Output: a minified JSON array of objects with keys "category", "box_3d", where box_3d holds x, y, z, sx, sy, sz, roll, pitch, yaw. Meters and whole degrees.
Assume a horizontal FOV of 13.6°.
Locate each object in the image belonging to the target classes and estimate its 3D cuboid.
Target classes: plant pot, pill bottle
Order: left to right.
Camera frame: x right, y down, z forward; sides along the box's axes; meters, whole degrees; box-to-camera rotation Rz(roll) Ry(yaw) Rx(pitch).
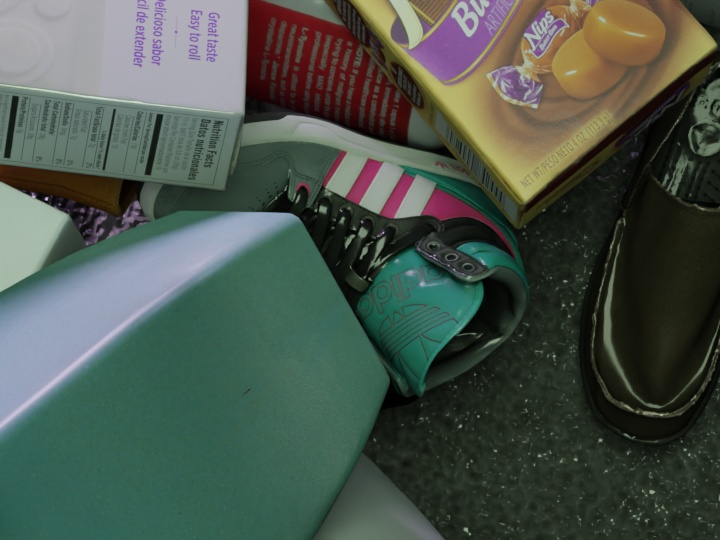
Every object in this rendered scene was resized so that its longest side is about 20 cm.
[{"category":"plant pot","box_3d":[-0.096,0.069,1.227,0.200,0.141,0.142,-43,116,-29]},{"category":"pill bottle","box_3d":[0.004,-0.124,1.450,0.199,0.112,0.113,18,79,6]}]

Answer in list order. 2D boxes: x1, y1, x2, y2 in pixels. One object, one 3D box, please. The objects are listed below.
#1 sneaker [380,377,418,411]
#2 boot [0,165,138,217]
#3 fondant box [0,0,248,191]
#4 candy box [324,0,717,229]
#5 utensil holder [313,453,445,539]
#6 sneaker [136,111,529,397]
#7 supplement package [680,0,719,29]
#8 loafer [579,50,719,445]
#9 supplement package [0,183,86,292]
[{"category":"sneaker","box_3d":[-0.054,0.093,1.426,0.079,0.075,0.200,42,83,8]},{"category":"boot","box_3d":[-0.131,-0.132,1.400,0.143,0.071,0.202,16,80,11]},{"category":"fondant box","box_3d":[-0.149,-0.117,1.308,0.199,0.058,0.145,7,52,-9]},{"category":"candy box","box_3d":[0.053,-0.133,1.366,0.117,0.056,0.200,-39,80,-9]},{"category":"utensil holder","box_3d":[-0.024,0.171,1.317,0.169,0.200,0.171,-5,109,-16]},{"category":"sneaker","box_3d":[0.000,0.000,1.383,0.199,0.084,0.121,7,37,-34]},{"category":"supplement package","box_3d":[0.141,-0.200,1.461,0.199,0.110,0.114,20,79,7]},{"category":"loafer","box_3d":[0.150,-0.017,1.441,0.073,0.071,0.201,11,78,5]},{"category":"supplement package","box_3d":[-0.191,0.022,1.374,0.109,0.200,0.114,26,81,8]}]
